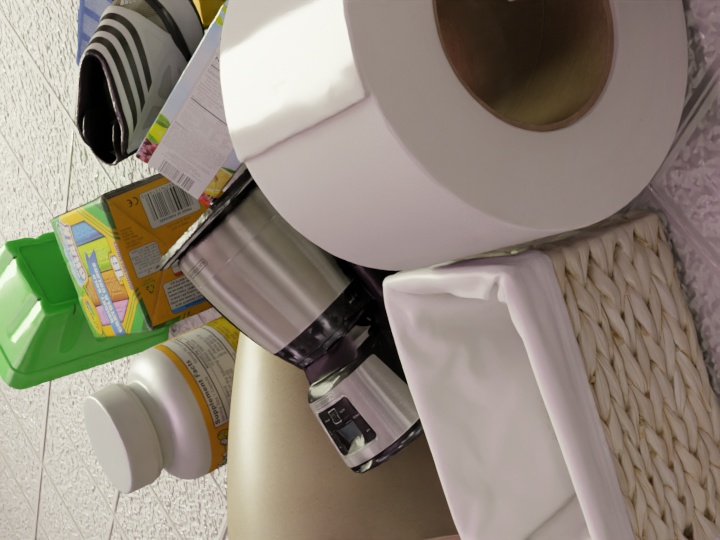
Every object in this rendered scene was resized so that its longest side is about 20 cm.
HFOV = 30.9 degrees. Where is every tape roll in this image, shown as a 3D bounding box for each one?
[{"bbox_3d":[0.045,-0.109,0.653,0.139,0.201,0.205,-14,99,60],"label":"tape roll"}]

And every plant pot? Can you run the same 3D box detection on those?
[{"bbox_3d":[-0.025,0.119,0.977,0.187,0.185,0.203,-39,60,60],"label":"plant pot"}]

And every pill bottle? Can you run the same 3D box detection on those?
[{"bbox_3d":[-0.122,0.103,1.075,0.112,0.198,0.114,37,139,40],"label":"pill bottle"}]

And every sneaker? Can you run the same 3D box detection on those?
[{"bbox_3d":[-0.146,-0.103,0.930,0.075,0.116,0.202,17,150,31],"label":"sneaker"}]

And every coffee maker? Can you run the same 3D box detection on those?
[{"bbox_3d":[0.000,0.000,0.864,0.200,0.192,0.135,47,167,-5],"label":"coffee maker"}]

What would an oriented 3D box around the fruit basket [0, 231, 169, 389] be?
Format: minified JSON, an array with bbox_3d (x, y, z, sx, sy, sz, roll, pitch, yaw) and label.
[{"bbox_3d":[-0.313,0.044,1.345,0.156,0.214,0.216,54,148,19],"label":"fruit basket"}]

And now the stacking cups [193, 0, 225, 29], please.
[{"bbox_3d":[-0.134,-0.282,0.975,0.060,0.060,0.203,-2,106,59],"label":"stacking cups"}]

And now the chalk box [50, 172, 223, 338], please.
[{"bbox_3d":[-0.195,-0.016,1.193,0.199,0.124,0.126,-11,101,61],"label":"chalk box"}]

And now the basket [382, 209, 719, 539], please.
[{"bbox_3d":[0.118,0.074,0.739,0.135,0.122,0.203,-6,106,59],"label":"basket"}]

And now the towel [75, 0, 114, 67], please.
[{"bbox_3d":[-0.135,-0.143,1.012,0.199,0.024,0.147,35,154,1],"label":"towel"}]

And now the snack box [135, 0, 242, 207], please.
[{"bbox_3d":[-0.052,-0.154,0.811,0.067,0.170,0.200,32,152,-8],"label":"snack box"}]
